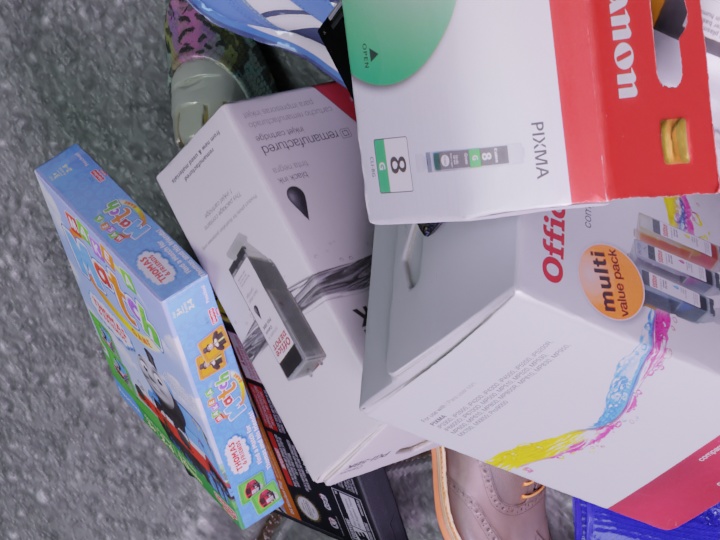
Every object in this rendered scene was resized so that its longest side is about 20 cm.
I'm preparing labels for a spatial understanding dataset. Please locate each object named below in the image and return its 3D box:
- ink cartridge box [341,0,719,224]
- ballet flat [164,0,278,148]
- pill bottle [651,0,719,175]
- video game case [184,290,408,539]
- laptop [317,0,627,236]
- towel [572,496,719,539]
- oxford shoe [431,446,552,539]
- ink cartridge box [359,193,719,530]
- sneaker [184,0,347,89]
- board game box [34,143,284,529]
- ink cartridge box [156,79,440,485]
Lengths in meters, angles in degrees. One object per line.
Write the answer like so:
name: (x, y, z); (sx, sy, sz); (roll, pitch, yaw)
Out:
ink cartridge box: (0.069, -0.105, 1.096); (0.199, 0.050, 0.163); (-1, 97, 54)
ballet flat: (-0.076, -0.069, 1.468); (0.069, 0.071, 0.201); (-8, 111, 35)
pill bottle: (0.170, -0.147, 1.137); (0.116, 0.116, 0.201); (28, 105, 22)
video game case: (-0.066, 0.086, 1.545); (0.180, 0.026, 0.201); (19, 144, 35)
laptop: (0.074, -0.157, 1.209); (0.187, 0.115, 0.201); (-49, 60, 46)
towel: (0.181, 0.158, 1.417); (0.147, 0.049, 0.202); (12, 124, 34)
oxford shoe: (0.085, 0.118, 1.457); (0.072, 0.071, 0.201); (-11, 109, 37)
ink cartridge box: (0.120, 0.016, 1.246); (0.199, 0.146, 0.145); (21, 143, -24)
sneaker: (-0.026, -0.166, 1.369); (0.199, 0.074, 0.083); (26, 129, 15)
board game box: (-0.118, 0.040, 1.440); (0.151, 0.036, 0.201); (43, 157, 41)
ink cartridge box: (0.000, 0.000, 1.360); (0.083, 0.146, 0.201); (-42, 71, 44)
